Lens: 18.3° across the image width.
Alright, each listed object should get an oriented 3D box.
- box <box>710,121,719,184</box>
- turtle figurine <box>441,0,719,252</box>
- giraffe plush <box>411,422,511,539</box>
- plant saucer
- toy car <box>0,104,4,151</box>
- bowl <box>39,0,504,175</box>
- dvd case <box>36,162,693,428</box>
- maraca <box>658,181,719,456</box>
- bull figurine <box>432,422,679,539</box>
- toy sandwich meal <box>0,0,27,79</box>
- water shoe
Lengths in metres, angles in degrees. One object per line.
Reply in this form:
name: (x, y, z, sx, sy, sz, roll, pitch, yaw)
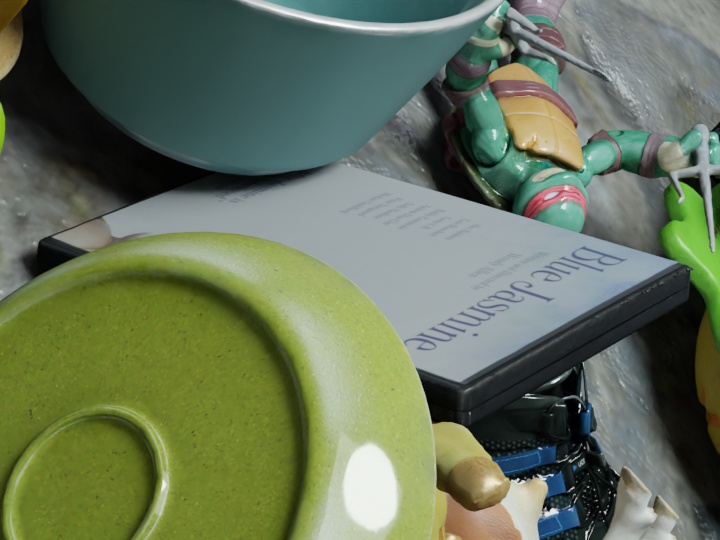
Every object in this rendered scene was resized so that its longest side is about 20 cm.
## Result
box: (0.250, -0.017, 1.096, 0.160, 0.049, 0.200, 45, -2, -4)
turtle figurine: (0.080, -0.077, 1.021, 0.149, 0.101, 0.200, 29, 28, -39)
giraffe plush: (-0.002, 0.131, 0.717, 0.162, 0.172, 0.201, 39, 70, -51)
plant saucer: (-0.075, 0.071, 0.657, 0.031, 0.199, 0.201, 47, 27, -53)
toy car: (-0.224, 0.001, 0.639, 0.164, 0.157, 0.201, 34, 63, -40)
bowl: (-0.047, -0.113, 0.886, 0.200, 0.105, 0.201, 15, 36, -11)
dvd case: (0.000, 0.000, 0.820, 0.199, 0.018, 0.142, 18, 28, 35)
maraca: (0.206, 0.042, 1.043, 0.137, 0.107, 0.201, 2, 55, -55)
bull figurine: (0.030, 0.081, 0.837, 0.200, 0.121, 0.065, 49, 5, -15)
toy sandwich meal: (-0.191, -0.144, 0.794, 0.205, 0.070, 0.205, 31, 28, -19)
water shoe: (0.066, 0.071, 0.897, 0.200, 0.079, 0.072, 39, 39, -15)
